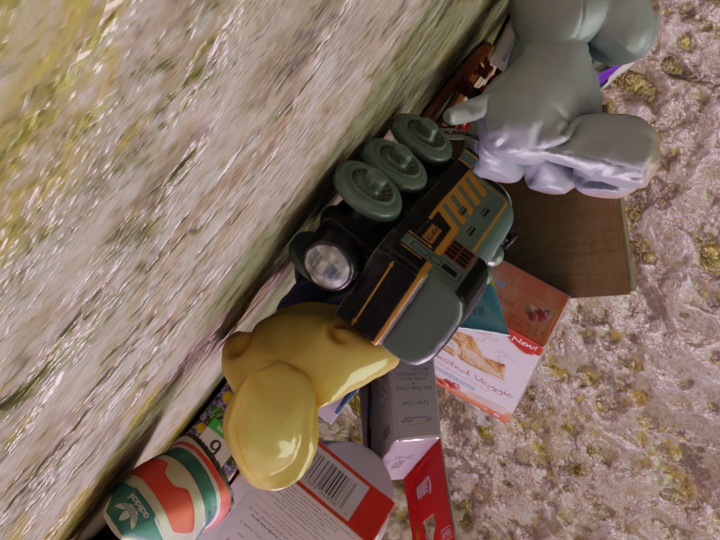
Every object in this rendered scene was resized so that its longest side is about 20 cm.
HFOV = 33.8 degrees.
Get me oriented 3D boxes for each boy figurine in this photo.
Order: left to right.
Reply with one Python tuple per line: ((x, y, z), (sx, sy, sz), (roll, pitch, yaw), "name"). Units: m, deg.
((-0.028, 0.055, 0.726), (0.201, 0.122, 0.065), (-66, 147, -59), "boy figurine")

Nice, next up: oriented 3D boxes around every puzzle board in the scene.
((0.153, -0.051, 1.023), (0.017, 0.154, 0.199), (-8, -179, -36), "puzzle board")

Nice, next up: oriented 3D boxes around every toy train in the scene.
((0.034, -0.024, 0.741), (0.086, 0.113, 0.200), (-54, 177, 31), "toy train")

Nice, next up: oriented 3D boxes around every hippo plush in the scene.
((0.138, -0.153, 0.891), (0.159, 0.197, 0.164), (175, -72, -72), "hippo plush")

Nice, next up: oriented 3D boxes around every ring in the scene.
((0.057, -0.109, 1.021), (0.201, 0.019, 0.200), (-53, 176, -5), "ring")

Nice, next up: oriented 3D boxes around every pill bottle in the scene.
((-0.035, 0.218, 1.073), (0.111, 0.110, 0.200), (-51, 178, -26), "pill bottle")

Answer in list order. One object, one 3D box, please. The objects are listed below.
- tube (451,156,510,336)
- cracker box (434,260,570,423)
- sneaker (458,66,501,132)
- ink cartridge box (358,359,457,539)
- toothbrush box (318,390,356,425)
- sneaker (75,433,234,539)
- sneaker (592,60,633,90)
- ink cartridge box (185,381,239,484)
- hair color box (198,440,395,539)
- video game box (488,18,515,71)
((0.064, -0.015, 0.876), (0.201, 0.076, 0.051), (-89, -178, -56), "tube")
((0.101, 0.053, 1.068), (0.058, 0.133, 0.201), (-56, 168, -24), "cracker box")
((0.171, -0.183, 1.181), (0.202, 0.097, 0.071), (-54, 175, -15), "sneaker")
((0.037, 0.166, 1.052), (0.200, 0.044, 0.179), (108, -23, -69), "ink cartridge box")
((0.007, 0.036, 1.218), (0.201, 0.085, 0.147), (-53, 176, -38), "toothbrush box")
((-0.155, 0.181, 0.734), (0.093, 0.071, 0.201), (-23, 157, -46), "sneaker")
((0.223, -0.219, 1.030), (0.201, 0.069, 0.100), (-51, 174, -41), "sneaker")
((-0.121, 0.152, 0.915), (0.201, 0.050, 0.109), (-52, 177, -17), "ink cartridge box")
((-0.073, 0.222, 0.921), (0.201, 0.110, 0.064), (-54, 175, 29), "hair color box")
((0.203, -0.284, 1.055), (0.201, 0.047, 0.182), (-53, 174, -14), "video game box")
